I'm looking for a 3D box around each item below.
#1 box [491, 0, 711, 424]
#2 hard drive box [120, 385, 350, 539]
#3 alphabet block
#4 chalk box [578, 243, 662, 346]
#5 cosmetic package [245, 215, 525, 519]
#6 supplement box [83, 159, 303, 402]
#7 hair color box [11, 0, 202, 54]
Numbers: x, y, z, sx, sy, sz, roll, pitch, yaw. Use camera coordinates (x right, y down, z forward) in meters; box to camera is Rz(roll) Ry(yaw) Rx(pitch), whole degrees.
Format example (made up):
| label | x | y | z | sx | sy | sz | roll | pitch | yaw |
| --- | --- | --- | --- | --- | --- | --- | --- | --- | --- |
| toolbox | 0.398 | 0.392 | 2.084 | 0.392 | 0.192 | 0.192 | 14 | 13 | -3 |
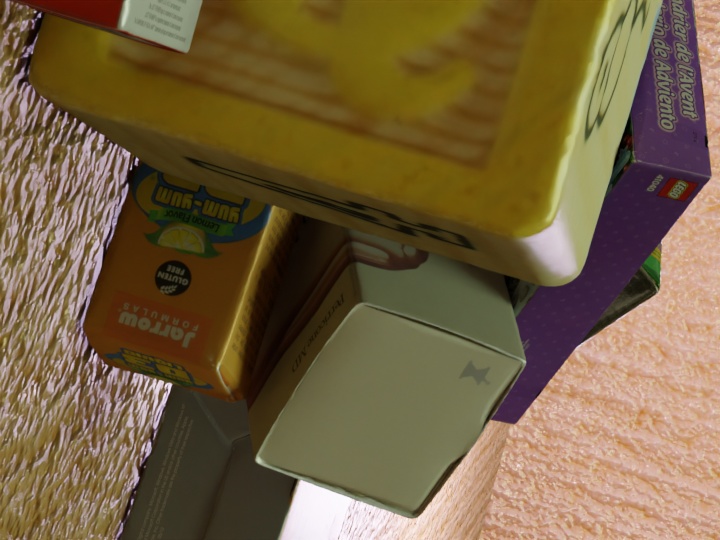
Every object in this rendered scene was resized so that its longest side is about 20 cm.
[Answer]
| label | x | y | z | sx | sy | sz | roll | pitch | yaw |
| --- | --- | --- | --- | --- | --- | --- | --- | --- | --- |
| box | 0.089 | -0.042 | 1.273 | 0.200 | 0.039 | 0.137 | 124 | -29 | -49 |
| hard drive box | -0.070 | 0.153 | 1.477 | 0.200 | 0.077 | 0.156 | 76 | 32 | -74 |
| alphabet block | 0.011 | -0.115 | 1.087 | 0.200 | 0.196 | 0.196 | 43 | 62 | -81 |
| chalk box | 0.045 | -0.053 | 1.457 | 0.124 | 0.200 | 0.124 | -36 | -165 | 20 |
| cosmetic package | 0.000 | 0.000 | 1.294 | 0.103 | 0.087 | 0.200 | -57 | -154 | 28 |
| supplement box | -0.053 | -0.050 | 1.231 | 0.069 | 0.066 | 0.200 | 67 | 39 | -77 |
| hair color box | -0.065 | -0.176 | 0.922 | 0.111 | 0.064 | 0.200 | 0 | 108 | -82 |
